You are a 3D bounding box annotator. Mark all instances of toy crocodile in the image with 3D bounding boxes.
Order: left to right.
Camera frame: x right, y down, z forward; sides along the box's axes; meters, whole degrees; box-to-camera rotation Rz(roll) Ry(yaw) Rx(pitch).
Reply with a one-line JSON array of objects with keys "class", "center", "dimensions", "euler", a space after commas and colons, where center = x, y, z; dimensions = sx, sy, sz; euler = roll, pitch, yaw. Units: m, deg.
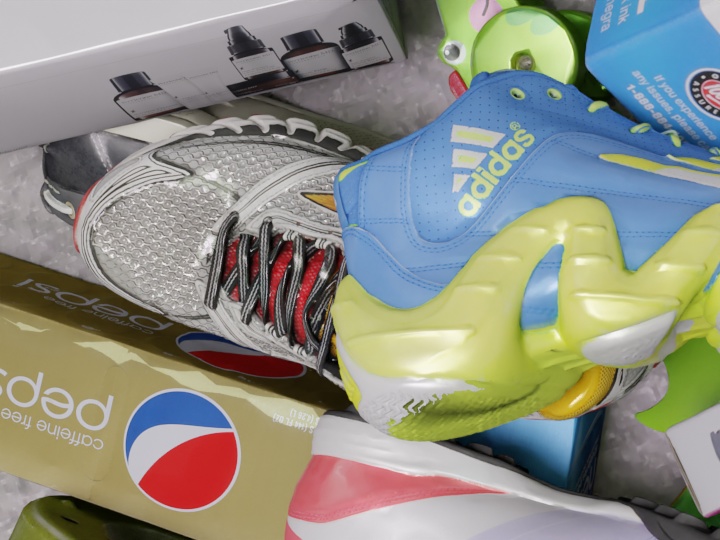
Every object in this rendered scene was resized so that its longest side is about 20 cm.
[{"class": "toy crocodile", "center": [0.077, -0.036, 0.824], "dimensions": [0.062, 0.068, 0.200], "euler": [-35, 87, 19]}]

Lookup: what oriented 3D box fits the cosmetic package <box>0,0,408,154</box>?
[{"class": "cosmetic package", "center": [-0.090, -0.081, 0.802], "dimensions": [0.200, 0.083, 0.051], "euler": [-13, 74, 8]}]

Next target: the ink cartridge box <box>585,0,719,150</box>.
[{"class": "ink cartridge box", "center": [0.192, -0.080, 0.709], "dimensions": [0.200, 0.084, 0.146], "euler": [-21, 128, 40]}]

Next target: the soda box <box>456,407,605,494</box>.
[{"class": "soda box", "center": [0.041, 0.120, 0.861], "dimensions": [0.068, 0.064, 0.200], "euler": [11, 102, 15]}]

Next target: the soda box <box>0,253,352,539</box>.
[{"class": "soda box", "center": [-0.083, 0.050, 0.886], "dimensions": [0.200, 0.068, 0.064], "euler": [17, 103, 14]}]

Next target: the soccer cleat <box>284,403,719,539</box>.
[{"class": "soccer cleat", "center": [0.069, 0.106, 0.775], "dimensions": [0.200, 0.068, 0.073], "euler": [18, 83, 18]}]

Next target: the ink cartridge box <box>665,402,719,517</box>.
[{"class": "ink cartridge box", "center": [0.186, 0.018, 0.700], "dimensions": [0.200, 0.095, 0.037], "euler": [-40, 70, 51]}]

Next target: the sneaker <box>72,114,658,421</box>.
[{"class": "sneaker", "center": [0.000, 0.000, 0.773], "dimensions": [0.200, 0.082, 0.078], "euler": [11, 107, 13]}]

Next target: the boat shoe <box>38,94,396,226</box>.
[{"class": "boat shoe", "center": [-0.026, -0.020, 0.863], "dimensions": [0.200, 0.072, 0.068], "euler": [20, 116, 14]}]

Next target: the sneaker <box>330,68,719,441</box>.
[{"class": "sneaker", "center": [0.083, -0.022, 0.700], "dimensions": [0.200, 0.076, 0.105], "euler": [-14, 73, -9]}]

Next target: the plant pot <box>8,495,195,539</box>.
[{"class": "plant pot", "center": [-0.094, 0.192, 0.861], "dimensions": [0.200, 0.200, 0.193], "euler": [23, 93, 13]}]

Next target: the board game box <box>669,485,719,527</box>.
[{"class": "board game box", "center": [0.148, 0.104, 0.812], "dimensions": [0.096, 0.030, 0.200], "euler": [39, 84, 8]}]
